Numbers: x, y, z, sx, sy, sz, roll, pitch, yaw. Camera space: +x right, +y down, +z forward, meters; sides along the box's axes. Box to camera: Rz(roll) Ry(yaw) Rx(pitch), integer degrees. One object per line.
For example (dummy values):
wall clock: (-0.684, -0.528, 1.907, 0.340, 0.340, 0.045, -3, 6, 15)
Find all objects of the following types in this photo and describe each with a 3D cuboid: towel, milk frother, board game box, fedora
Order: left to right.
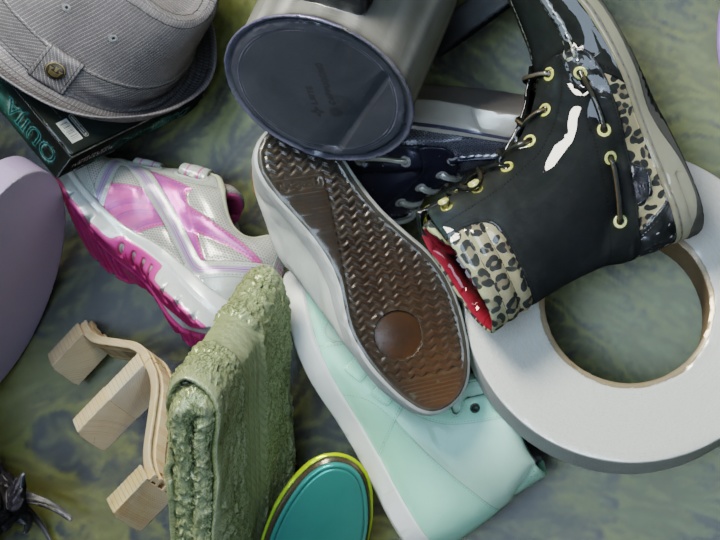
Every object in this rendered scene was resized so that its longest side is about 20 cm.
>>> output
board game box: (-0.206, -0.162, 1.606, 0.200, 0.135, 0.028, 50, 133, 8)
fedora: (-0.166, -0.187, 1.565, 0.200, 0.177, 0.090, 38, 135, -5)
towel: (-0.076, 0.110, 1.532, 0.036, 0.148, 0.200, 11, 125, 16)
milk frother: (-0.041, -0.195, 1.495, 0.200, 0.181, 0.188, 4, 49, 23)

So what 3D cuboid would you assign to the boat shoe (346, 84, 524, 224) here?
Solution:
boat shoe: (0.038, -0.067, 1.586, 0.200, 0.075, 0.093, 7, 104, 15)

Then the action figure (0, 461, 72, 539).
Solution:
action figure: (-0.289, 0.134, 1.621, 0.200, 0.119, 0.102, 5, 62, -28)

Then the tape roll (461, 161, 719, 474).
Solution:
tape roll: (0.163, 0.024, 1.536, 0.203, 0.037, 0.203, 0, 73, 0)

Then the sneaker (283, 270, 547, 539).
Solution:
sneaker: (0.039, 0.066, 1.578, 0.118, 0.074, 0.200, -31, 87, 11)

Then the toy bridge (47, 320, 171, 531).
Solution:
toy bridge: (-0.148, 0.082, 1.576, 0.067, 0.200, 0.027, -46, 123, 9)

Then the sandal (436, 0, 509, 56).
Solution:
sandal: (0.114, -0.209, 1.558, 0.200, 0.075, 0.048, -36, 90, 11)

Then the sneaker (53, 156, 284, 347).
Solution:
sneaker: (-0.123, -0.030, 1.612, 0.088, 0.081, 0.200, -42, 69, -14)

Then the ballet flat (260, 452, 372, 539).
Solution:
ballet flat: (-0.037, 0.201, 1.588, 0.067, 0.067, 0.200, 8, 105, -7)

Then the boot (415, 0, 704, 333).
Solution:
boot: (0.096, -0.078, 1.490, 0.154, 0.073, 0.204, -29, 92, -12)

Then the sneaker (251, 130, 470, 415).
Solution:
sneaker: (0.000, 0.000, 1.539, 0.073, 0.085, 0.200, -30, 87, -13)

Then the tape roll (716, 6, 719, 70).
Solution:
tape roll: (0.318, -0.139, 1.520, 0.200, 0.066, 0.200, 0, 89, 12)

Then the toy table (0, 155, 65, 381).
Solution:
toy table: (-0.271, -0.016, 1.602, 0.117, 0.184, 0.200, 31, 131, 16)
